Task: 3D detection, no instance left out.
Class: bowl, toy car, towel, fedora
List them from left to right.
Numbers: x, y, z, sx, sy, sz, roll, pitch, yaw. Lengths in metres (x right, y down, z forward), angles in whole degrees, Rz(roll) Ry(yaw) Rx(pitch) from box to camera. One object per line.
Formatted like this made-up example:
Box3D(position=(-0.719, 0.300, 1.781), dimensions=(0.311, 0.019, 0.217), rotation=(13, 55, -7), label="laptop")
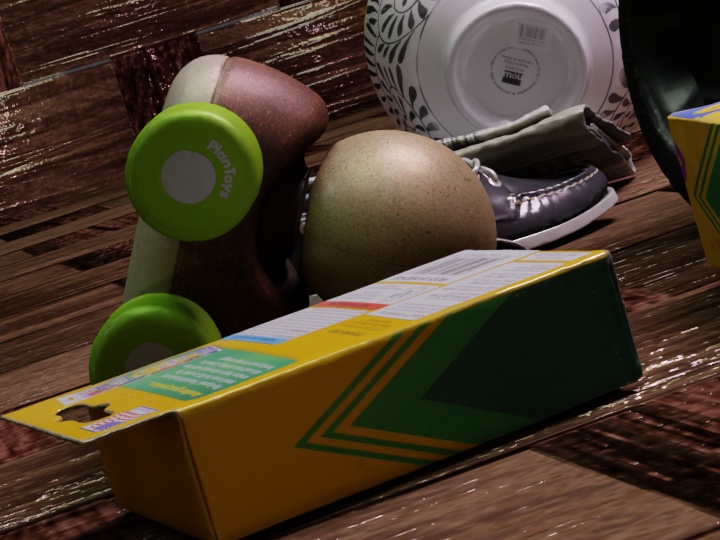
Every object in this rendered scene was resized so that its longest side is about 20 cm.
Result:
Box3D(position=(0.000, 0.000, 0.962), dimensions=(0.199, 0.158, 0.164), rotation=(12, 13, 1), label="toy car")
Box3D(position=(0.059, -0.059, 1.319), dimensions=(0.199, 0.035, 0.193), rotation=(-14, -9, 14), label="towel")
Box3D(position=(0.100, -0.137, 1.411), dimensions=(0.200, 0.201, 0.094), rotation=(-16, 18, 8), label="bowl")
Box3D(position=(0.201, -0.112, 1.041), dimensions=(0.091, 0.201, 0.201), rotation=(-6, 3, -20), label="fedora")

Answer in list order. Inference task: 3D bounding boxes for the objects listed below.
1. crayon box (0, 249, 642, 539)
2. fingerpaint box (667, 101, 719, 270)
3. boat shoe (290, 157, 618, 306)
Box3D(position=(-0.016, 0.046, 0.798), dimensions=(0.199, 0.052, 0.126), rotation=(-19, 7, -20), label="crayon box")
Box3D(position=(0.240, -0.051, 0.855), dimensions=(0.199, 0.074, 0.167), rotation=(-17, 8, -5), label="fingerpaint box")
Box3D(position=(0.044, -0.029, 1.198), dimensions=(0.199, 0.061, 0.074), rotation=(-19, 6, -14), label="boat shoe")
